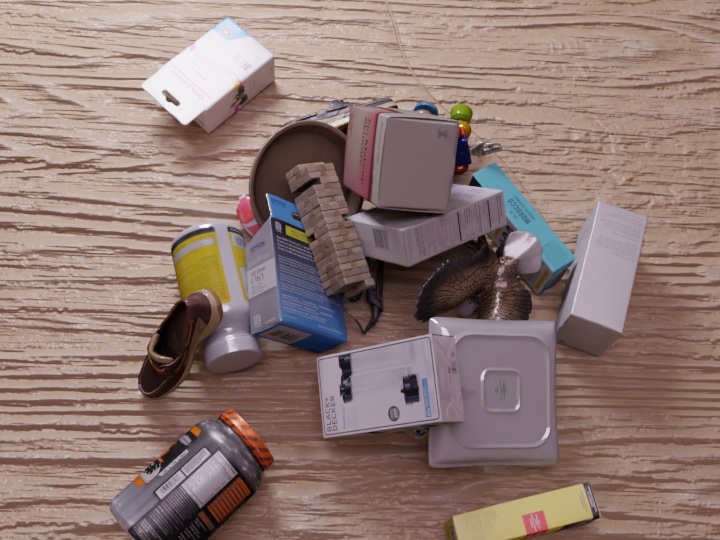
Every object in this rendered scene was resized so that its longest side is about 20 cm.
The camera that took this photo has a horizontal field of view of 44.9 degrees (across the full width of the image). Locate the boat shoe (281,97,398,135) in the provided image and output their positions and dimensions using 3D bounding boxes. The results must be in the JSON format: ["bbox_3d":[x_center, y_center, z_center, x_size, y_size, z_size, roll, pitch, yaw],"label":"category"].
[{"bbox_3d":[-0.035,-0.249,1.429,0.198,0.073,0.065,-22,74,-14],"label":"boat shoe"}]

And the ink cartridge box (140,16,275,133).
[{"bbox_3d":[-0.250,-0.313,1.444,0.115,0.068,0.200,41,68,14],"label":"ink cartridge box"}]

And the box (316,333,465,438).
[{"bbox_3d":[0.037,0.160,1.179,0.198,0.060,0.118,-14,76,36],"label":"box"}]

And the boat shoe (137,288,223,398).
[{"bbox_3d":[-0.263,0.105,1.189,0.072,0.200,0.072,52,31,18],"label":"boat shoe"}]

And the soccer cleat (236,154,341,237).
[{"bbox_3d":[-0.103,-0.121,1.376,0.199,0.067,0.077,-31,91,-18],"label":"soccer cleat"}]

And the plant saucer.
[{"bbox_3d":[-0.083,-0.128,1.337,0.198,0.029,0.203,-6,102,-29],"label":"plant saucer"}]

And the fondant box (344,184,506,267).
[{"bbox_3d":[0.097,-0.072,1.294,0.198,0.144,0.059,-21,111,-32],"label":"fondant box"}]

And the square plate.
[{"bbox_3d":[0.188,0.167,1.195,0.196,0.028,0.203,3,82,-18],"label":"square plate"}]

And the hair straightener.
[{"bbox_3d":[0.000,0.000,1.342,0.076,0.041,0.203,4,69,-2],"label":"hair straightener"}]

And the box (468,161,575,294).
[{"bbox_3d":[0.243,-0.066,1.361,0.049,0.083,0.201,-29,71,-20],"label":"box"}]

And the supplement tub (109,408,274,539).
[{"bbox_3d":[-0.217,0.283,1.143,0.200,0.123,0.122,-41,74,-21],"label":"supplement tub"}]

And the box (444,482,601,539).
[{"bbox_3d":[0.217,0.338,1.179,0.197,0.075,0.051,-10,67,-10],"label":"box"}]

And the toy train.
[{"bbox_3d":[0.162,-0.222,1.405,0.197,0.085,0.117,1,49,20],"label":"toy train"}]

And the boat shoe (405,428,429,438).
[{"bbox_3d":[0.086,0.202,1.231,0.068,0.074,0.200,-40,81,-11],"label":"boat shoe"}]

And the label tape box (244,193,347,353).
[{"bbox_3d":[-0.096,0.007,1.270,0.066,0.143,0.202,-26,60,32],"label":"label tape box"}]

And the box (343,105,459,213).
[{"bbox_3d":[0.053,-0.166,1.264,0.108,0.200,0.130,2,103,-16],"label":"box"}]

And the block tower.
[{"bbox_3d":[-0.045,-0.061,1.269,0.057,0.054,0.202,-13,79,-43],"label":"block tower"}]

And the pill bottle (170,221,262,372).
[{"bbox_3d":[-0.204,0.039,1.262,0.111,0.112,0.202,-12,67,-10],"label":"pill bottle"}]

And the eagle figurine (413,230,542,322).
[{"bbox_3d":[0.177,0.035,1.274,0.150,0.153,0.200,9,32,18],"label":"eagle figurine"}]

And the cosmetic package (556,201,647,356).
[{"bbox_3d":[0.362,0.013,1.321,0.084,0.108,0.202,18,67,3],"label":"cosmetic package"}]
